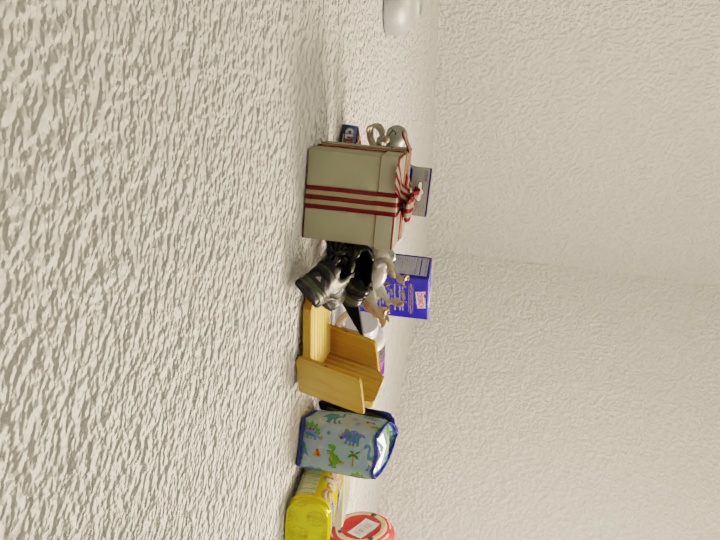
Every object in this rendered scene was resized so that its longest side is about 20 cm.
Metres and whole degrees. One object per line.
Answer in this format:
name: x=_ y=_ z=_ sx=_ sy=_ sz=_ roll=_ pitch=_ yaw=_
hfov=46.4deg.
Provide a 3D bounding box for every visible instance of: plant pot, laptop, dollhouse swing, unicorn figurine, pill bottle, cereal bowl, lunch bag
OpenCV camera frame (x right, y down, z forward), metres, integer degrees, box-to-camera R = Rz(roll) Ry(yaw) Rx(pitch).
plant pot: x=0.002 y=0.753 z=2.223 sx=0.200 sy=0.200 sz=0.183 roll=-58 pitch=146 yaw=-70
laptop: x=0.000 y=0.000 z=1.773 sx=0.200 sy=0.116 sz=0.187 roll=59 pitch=-11 yaw=27
dollhouse swing: x=-0.028 y=0.133 z=1.612 sx=0.200 sy=0.182 sz=0.176 roll=-55 pitch=163 yaw=-72
unicorn figurine: x=0.042 y=0.000 z=1.643 sx=0.074 sy=0.137 sz=0.200 roll=13 pitch=111 yaw=-40
pill bottle: x=0.003 y=0.196 z=1.995 sx=0.112 sy=0.112 sz=0.200 roll=-73 pitch=167 yaw=-50
cereal bowl: x=0.112 y=-0.680 z=2.079 sx=0.200 sy=0.083 sz=0.200 roll=8 pitch=90 yaw=-82
lunch bag: x=-0.021 y=0.341 z=1.729 sx=0.200 sy=0.170 sz=0.128 roll=1 pitch=98 yaw=-76

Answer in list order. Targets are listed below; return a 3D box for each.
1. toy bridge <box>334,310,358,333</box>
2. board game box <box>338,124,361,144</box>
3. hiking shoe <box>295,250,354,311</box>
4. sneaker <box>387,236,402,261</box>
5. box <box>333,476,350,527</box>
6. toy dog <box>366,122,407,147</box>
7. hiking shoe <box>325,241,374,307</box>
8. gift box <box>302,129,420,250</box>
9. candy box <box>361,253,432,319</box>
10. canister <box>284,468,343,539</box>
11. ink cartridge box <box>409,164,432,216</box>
toy bridge: x=-0.029 y=0.140 z=1.877 sx=0.200 sy=0.067 sz=0.027 roll=-67 pitch=-153 yaw=10
board game box: x=-0.023 y=-0.193 z=1.749 sx=0.200 sy=0.035 sz=0.136 roll=77 pitch=22 yaw=-67
hiking shoe: x=-0.043 y=0.015 z=1.483 sx=0.101 sy=0.076 sz=0.200 roll=-41 pitch=175 yaw=7
sneaker: x=0.045 y=-0.091 z=1.774 sx=0.075 sy=0.087 sz=0.200 roll=79 pitch=9 yaw=-57
box: x=-0.066 y=0.467 z=1.883 sx=0.095 sy=0.078 sz=0.200 roll=-68 pitch=163 yaw=-60
toy dog: x=0.028 y=-0.191 z=1.671 sx=0.096 sy=0.132 sz=0.200 roll=-18 pitch=117 yaw=-38
hiking shoe: x=-0.008 y=-0.036 z=1.618 sx=0.101 sy=0.076 sz=0.200 roll=-38 pitch=-122 yaw=49
gift box: x=0.008 y=-0.149 z=1.483 sx=0.185 sy=0.187 sz=0.200 roll=-62 pitch=158 yaw=-68
candy box: x=0.069 y=0.034 z=2.001 sx=0.169 sy=0.200 sz=0.077 roll=87 pitch=13 yaw=-52
canister: x=-0.089 y=0.475 z=1.715 sx=0.200 sy=0.086 sz=0.149 roll=-67 pitch=162 yaw=-67
ink cartridge box: x=0.033 y=-0.161 z=1.588 sx=0.037 sy=0.200 sz=0.095 roll=-55 pitch=152 yaw=-72
